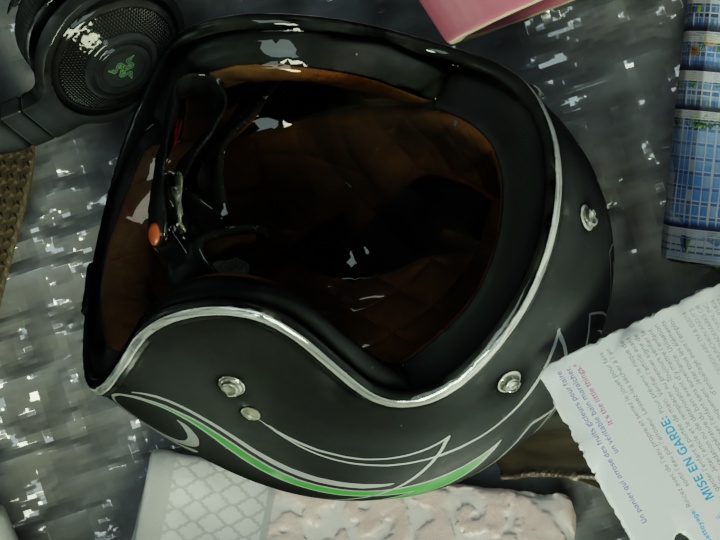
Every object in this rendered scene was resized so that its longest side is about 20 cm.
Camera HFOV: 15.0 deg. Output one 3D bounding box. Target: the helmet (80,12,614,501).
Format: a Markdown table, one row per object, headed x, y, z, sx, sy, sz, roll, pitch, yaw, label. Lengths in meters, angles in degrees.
| x | y | z | sx | sy | sz | roll | pitch | yaw | label |
| --- | --- | --- | --- | --- | --- | --- | --- | --- | --- |
| 0.000 | 0.000 | 1.086 | 0.191 | 0.200 | 0.200 | 14 | 95 | -16 | helmet |

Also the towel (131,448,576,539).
| x | y | z | sx | sy | sz | roll | pitch | yaw | label |
| --- | --- | --- | --- | --- | --- | --- | --- | --- | --- |
| -0.016 | 0.169 | 1.121 | 0.191 | 0.032 | 0.200 | 7 | 56 | 8 | towel |

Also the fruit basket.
| x | y | z | sx | sy | sz | roll | pitch | yaw | label |
| --- | --- | --- | --- | --- | --- | --- | --- | --- | --- |
| 0.195 | 0.076 | 1.004 | 0.200 | 0.094 | 0.185 | -27 | 71 | -7 | fruit basket |

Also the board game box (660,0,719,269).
| x | y | z | sx | sy | sz | roll | pitch | yaw | label |
| --- | --- | --- | --- | --- | --- | --- | --- | --- | --- |
| 0.226 | -0.043 | 1.100 | 0.200 | 0.062 | 0.200 | 5 | 92 | 6 | board game box |

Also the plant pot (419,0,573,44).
| x | y | z | sx | sy | sz | roll | pitch | yaw | label |
| --- | --- | --- | --- | --- | --- | --- | --- | --- | --- |
| 0.060 | -0.195 | 1.066 | 0.200 | 0.200 | 0.179 | -22 | 91 | 7 | plant pot |

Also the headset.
| x | y | z | sx | sy | sz | roll | pitch | yaw | label |
| --- | --- | --- | --- | --- | --- | --- | --- | --- | --- |
| -0.117 | -0.129 | 1.113 | 0.200 | 0.094 | 0.124 | -24 | 55 | 18 | headset |

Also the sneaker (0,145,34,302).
| x | y | z | sx | sy | sz | roll | pitch | yaw | label |
| --- | --- | --- | --- | --- | --- | --- | --- | --- | --- |
| -0.203 | 0.018 | 1.182 | 0.076 | 0.070 | 0.200 | 19 | 89 | 22 | sneaker |

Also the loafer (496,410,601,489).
| x | y | z | sx | sy | sz | roll | pitch | yaw | label |
| --- | --- | --- | --- | --- | --- | --- | --- | --- | --- |
| 0.141 | 0.082 | 1.119 | 0.200 | 0.073 | 0.071 | 1 | 102 | 27 | loafer |

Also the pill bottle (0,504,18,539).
| x | y | z | sx | sy | sz | roll | pitch | yaw | label |
| --- | --- | --- | --- | --- | --- | --- | --- | --- | --- |
| -0.161 | 0.209 | 1.155 | 0.113 | 0.113 | 0.200 | -20 | 92 | 7 | pill bottle |
